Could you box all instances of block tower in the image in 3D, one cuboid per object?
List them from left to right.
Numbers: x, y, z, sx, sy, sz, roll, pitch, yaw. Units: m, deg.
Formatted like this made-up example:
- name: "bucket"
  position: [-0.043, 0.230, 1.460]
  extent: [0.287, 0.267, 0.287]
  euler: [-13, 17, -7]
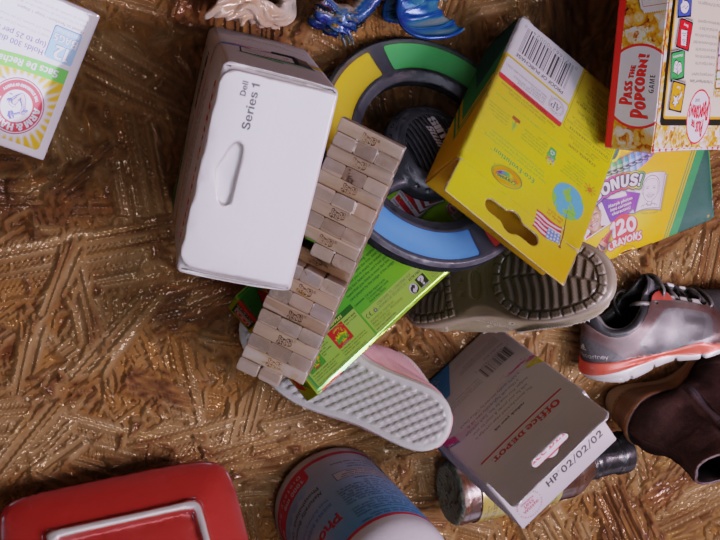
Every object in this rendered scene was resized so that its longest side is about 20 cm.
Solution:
- name: "block tower"
  position: [-0.028, -0.012, 1.067]
  extent: [0.053, 0.058, 0.202]
  euler: [24, 101, 1]

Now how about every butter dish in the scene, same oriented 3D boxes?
- name: "butter dish"
  position: [-0.189, 0.281, 1.168]
  extent: [0.197, 0.148, 0.202]
  euler: [-9, 69, -23]

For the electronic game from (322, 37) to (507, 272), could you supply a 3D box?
- name: "electronic game"
  position: [0.054, -0.095, 1.145]
  extent: [0.197, 0.042, 0.203]
  euler: [9, 66, -21]

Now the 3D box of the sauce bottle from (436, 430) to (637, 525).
- name: "sauce bottle"
  position: [0.169, 0.190, 1.349]
  extent: [0.197, 0.065, 0.066]
  euler: [-10, 113, -24]

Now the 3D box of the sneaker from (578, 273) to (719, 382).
- name: "sneaker"
  position: [0.294, 0.040, 1.350]
  extent: [0.198, 0.077, 0.083]
  euler: [-20, 110, -19]

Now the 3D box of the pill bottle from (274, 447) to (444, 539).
- name: "pill bottle"
  position: [0.009, 0.239, 1.207]
  extent: [0.107, 0.200, 0.110]
  euler: [-9, 112, -23]

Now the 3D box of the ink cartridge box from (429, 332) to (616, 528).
- name: "ink cartridge box"
  position: [0.136, 0.140, 1.233]
  extent: [0.115, 0.200, 0.068]
  euler: [-42, 121, -6]

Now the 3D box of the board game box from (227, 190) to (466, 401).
- name: "board game box"
  position: [0.000, 0.000, 1.160]
  extent: [0.200, 0.048, 0.102]
  euler: [-42, 89, -18]

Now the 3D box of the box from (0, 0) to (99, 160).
- name: "box"
  position: [-0.294, -0.167, 0.966]
  extent: [0.198, 0.101, 0.114]
  euler: [19, 100, -30]

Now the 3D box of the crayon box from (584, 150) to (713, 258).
- name: "crayon box"
  position: [0.217, -0.077, 1.275]
  extent: [0.198, 0.058, 0.120]
  euler: [-21, 116, -18]

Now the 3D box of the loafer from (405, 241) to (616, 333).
- name: "loafer"
  position: [0.132, 0.015, 1.213]
  extent: [0.068, 0.198, 0.077]
  euler: [15, 74, -54]

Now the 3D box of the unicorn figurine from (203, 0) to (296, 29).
- name: "unicorn figurine"
  position: [-0.045, -0.275, 1.074]
  extent: [0.136, 0.074, 0.201]
  euler: [13, 117, -39]

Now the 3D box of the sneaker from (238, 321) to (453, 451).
- name: "sneaker"
  position: [-0.014, 0.088, 1.223]
  extent: [0.198, 0.105, 0.076]
  euler: [30, 92, -1]

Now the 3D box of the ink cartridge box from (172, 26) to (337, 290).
- name: "ink cartridge box"
  position: [-0.082, -0.086, 1.035]
  extent: [0.083, 0.200, 0.147]
  euler: [12, 104, -12]

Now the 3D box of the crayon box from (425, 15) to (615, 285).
- name: "crayon box"
  position: [0.131, -0.090, 1.133]
  extent: [0.126, 0.051, 0.201]
  euler: [37, 53, -14]

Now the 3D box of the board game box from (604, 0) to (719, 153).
- name: "board game box"
  position: [0.264, -0.200, 1.169]
  extent: [0.151, 0.046, 0.203]
  euler: [-7, 104, -52]

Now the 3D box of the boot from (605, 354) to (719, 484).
- name: "boot"
  position: [0.350, 0.141, 1.358]
  extent: [0.197, 0.166, 0.073]
  euler: [-13, 114, -21]

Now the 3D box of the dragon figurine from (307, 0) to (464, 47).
- name: "dragon figurine"
  position: [0.051, -0.220, 1.141]
  extent: [0.197, 0.059, 0.101]
  euler: [3, 107, -26]
